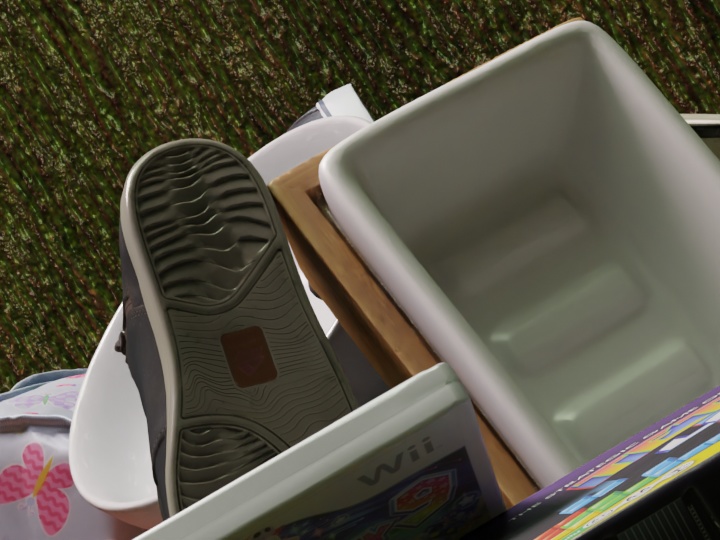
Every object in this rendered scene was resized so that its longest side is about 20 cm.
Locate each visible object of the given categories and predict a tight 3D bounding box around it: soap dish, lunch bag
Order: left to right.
[{"bbox_3d":[-0.127,0.137,1.270,0.126,0.171,0.200,-4,6,17],"label":"lunch bag"},{"bbox_3d":[0.080,0.017,0.956,0.157,0.200,0.081,-29,-19,-26],"label":"soap dish"}]

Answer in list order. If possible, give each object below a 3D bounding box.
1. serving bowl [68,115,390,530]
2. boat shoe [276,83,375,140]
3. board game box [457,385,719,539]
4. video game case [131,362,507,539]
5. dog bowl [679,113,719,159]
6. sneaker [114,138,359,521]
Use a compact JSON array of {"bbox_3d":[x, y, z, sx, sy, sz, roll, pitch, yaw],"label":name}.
[{"bbox_3d":[-0.036,0.033,1.087,0.200,0.066,0.201,-39,27,25],"label":"serving bowl"},{"bbox_3d":[0.000,0.000,1.181,0.091,0.071,0.201,-36,40,3],"label":"boat shoe"},{"bbox_3d":[0.129,0.056,0.734,0.199,0.057,0.165,-29,0,-10],"label":"board game box"},{"bbox_3d":[-0.016,0.111,0.815,0.143,0.018,0.200,-29,-29,-4],"label":"video game case"},{"bbox_3d":[0.119,-0.039,1.258,0.198,0.074,0.200,-1,5,0],"label":"dog bowl"},{"bbox_3d":[-0.045,0.061,0.943,0.074,0.201,0.106,-7,-25,-11],"label":"sneaker"}]
